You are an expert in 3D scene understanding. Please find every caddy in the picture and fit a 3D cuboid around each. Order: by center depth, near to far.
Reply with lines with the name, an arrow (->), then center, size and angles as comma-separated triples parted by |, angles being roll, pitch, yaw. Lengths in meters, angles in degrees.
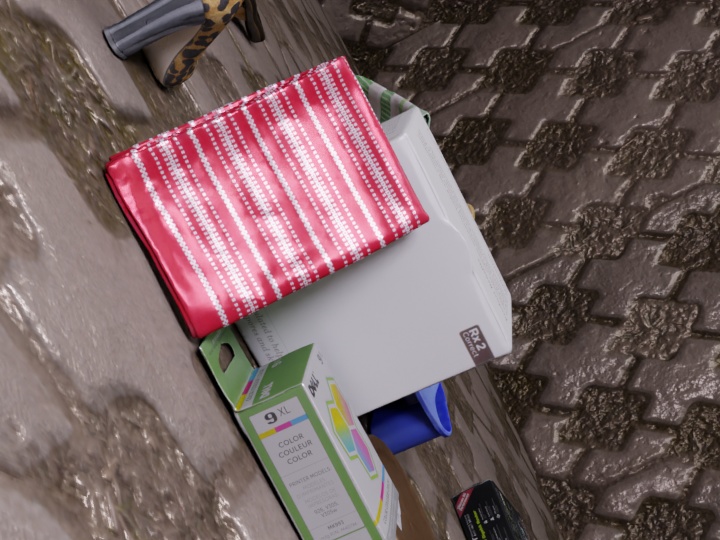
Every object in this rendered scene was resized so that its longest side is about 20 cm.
caddy -> 0.047, 0.113, 1.215 | 0.141, 0.105, 0.200 | 62, 8, -19

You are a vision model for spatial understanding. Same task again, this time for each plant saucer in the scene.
plant saucer -> 0.034, 0.239, 1.033 | 0.200, 0.029, 0.200 | 61, 10, -18

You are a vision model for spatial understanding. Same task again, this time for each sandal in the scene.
sandal -> -0.183, -0.403, 1.593 | 0.200, 0.055, 0.082 | 80, -6, -66

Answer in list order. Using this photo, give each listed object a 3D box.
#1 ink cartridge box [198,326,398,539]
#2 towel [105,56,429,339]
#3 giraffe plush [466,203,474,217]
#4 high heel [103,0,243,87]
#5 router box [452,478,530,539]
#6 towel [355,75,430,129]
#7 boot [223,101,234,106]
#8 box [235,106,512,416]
ink cartridge box -> -0.041, 0.119, 0.822 | 0.200, 0.059, 0.104 | 62, 9, -10
towel -> -0.065, -0.056, 0.786 | 0.145, 0.200, 0.022 | 63, -15, -1
giraffe plush -> 0.055, -0.041, 1.366 | 0.172, 0.162, 0.200 | 34, -7, 20
high heel -> -0.138, -0.230, 1.000 | 0.071, 0.142, 0.200 | 63, 8, -3
router box -> 0.202, 0.398, 1.461 | 0.150, 0.062, 0.200 | 52, 14, -51
towel -> 0.008, -0.102, 1.051 | 0.200, 0.023, 0.153 | -134, -132, -59
boot -> -0.088, -0.126, 1.155 | 0.074, 0.096, 0.200 | 55, 12, -45
box -> 0.000, 0.000, 0.920 | 0.199, 0.200, 0.131 | 63, 14, -13
